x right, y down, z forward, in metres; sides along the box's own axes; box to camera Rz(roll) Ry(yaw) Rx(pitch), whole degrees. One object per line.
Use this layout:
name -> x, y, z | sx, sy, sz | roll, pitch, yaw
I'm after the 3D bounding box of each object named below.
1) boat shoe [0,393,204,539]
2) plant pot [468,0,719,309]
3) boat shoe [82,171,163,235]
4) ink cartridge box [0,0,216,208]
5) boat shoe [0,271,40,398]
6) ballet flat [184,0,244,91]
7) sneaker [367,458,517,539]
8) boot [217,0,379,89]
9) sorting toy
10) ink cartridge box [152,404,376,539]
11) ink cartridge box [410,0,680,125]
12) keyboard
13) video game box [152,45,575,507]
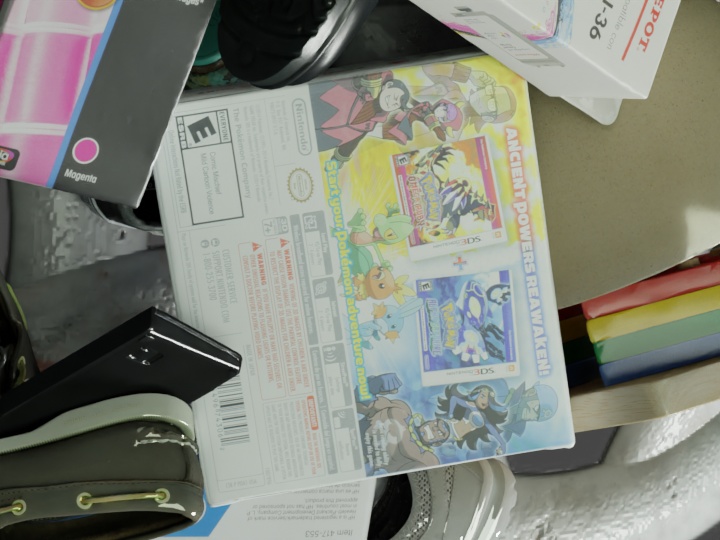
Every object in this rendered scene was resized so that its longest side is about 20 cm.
boat shoe -> -0.170, 0.117, 1.297 | 0.202, 0.060, 0.072 | -19, 150, 7
plant pot -> 0.128, -0.081, 1.422 | 0.200, 0.200, 0.134 | -29, 100, -19
boat shoe -> -0.039, -0.050, 1.395 | 0.199, 0.068, 0.074 | -1, 106, -29
ink cartridge box -> -0.112, -0.130, 1.237 | 0.095, 0.037, 0.200 | 13, 107, -29
boat shoe -> -0.195, 0.038, 1.338 | 0.072, 0.061, 0.201 | -31, 118, -18
ballet flat -> -0.020, -0.158, 1.383 | 0.200, 0.074, 0.074 | -45, 122, -9
sneaker -> 0.006, 0.180, 1.499 | 0.082, 0.075, 0.200 | 29, 79, -26
boot -> 0.035, -0.155, 1.318 | 0.168, 0.076, 0.200 | 26, 85, -45
sorting toy -> 0.157, 0.032, 1.453 | 0.199, 0.200, 0.070 | -15, 90, -36
ink cartridge box -> -0.083, 0.175, 1.429 | 0.146, 0.086, 0.200 | 2, 105, -30
ink cartridge box -> 0.090, -0.155, 1.264 | 0.200, 0.067, 0.117 | 30, 75, -39
keyboard -> -0.165, 0.068, 1.296 | 0.200, 0.021, 0.127 | -31, 147, 25
video game box -> 0.000, 0.000, 1.332 | 0.182, 0.047, 0.200 | -8, 101, -2
